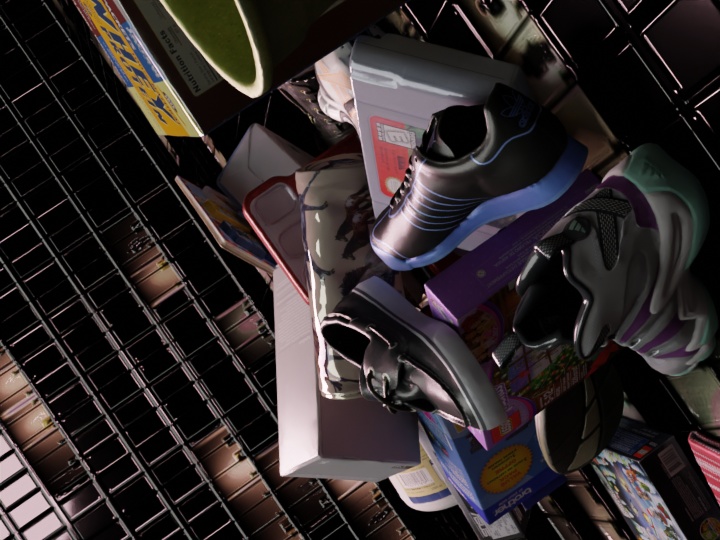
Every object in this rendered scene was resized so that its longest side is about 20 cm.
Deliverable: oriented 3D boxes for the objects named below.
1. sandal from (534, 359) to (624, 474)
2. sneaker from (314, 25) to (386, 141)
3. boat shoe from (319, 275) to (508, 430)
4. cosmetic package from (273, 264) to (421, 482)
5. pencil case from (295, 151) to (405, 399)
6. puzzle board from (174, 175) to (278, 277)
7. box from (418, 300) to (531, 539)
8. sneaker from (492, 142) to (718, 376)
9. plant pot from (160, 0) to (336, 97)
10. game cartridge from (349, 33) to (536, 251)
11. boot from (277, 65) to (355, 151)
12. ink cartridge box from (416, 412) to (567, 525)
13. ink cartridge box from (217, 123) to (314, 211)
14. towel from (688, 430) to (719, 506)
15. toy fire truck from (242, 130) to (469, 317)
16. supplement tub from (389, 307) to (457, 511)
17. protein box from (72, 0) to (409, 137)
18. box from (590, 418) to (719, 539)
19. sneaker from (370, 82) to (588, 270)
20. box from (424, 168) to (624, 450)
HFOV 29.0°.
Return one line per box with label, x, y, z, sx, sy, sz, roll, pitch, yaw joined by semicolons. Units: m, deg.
sandal;0.153;0.068;1.109;0.057;0.080;0.202;27;139;64
sneaker;0.013;-0.146;1.096;0.200;0.074;0.080;36;149;52
boat shoe;0.026;0.063;0.929;0.200;0.066;0.070;41;162;56
cosmetic package;-0.014;0.084;1.249;0.090;0.107;0.201;-30;55;55
pencil case;0.000;0.000;1.124;0.078;0.089;0.201;-158;61;-78
puzzle board;-0.082;-0.021;1.376;0.200;0.017;0.151;31;-168;-36
box;0.111;0.142;1.366;0.200;0.048;0.159;60;-151;-19
sneaker;0.141;0.025;0.846;0.078;0.140;0.200;46;166;40
plant pot;-0.035;-0.227;0.746;0.201;0.184;0.200;52;168;15
game cartridge;0.066;-0.079;0.985;0.133;0.041;0.200;13;150;16
boot;-0.021;-0.151;1.292;0.174;0.069;0.200;53;175;-14
ink cartridge box;0.131;0.129;1.226;0.076;0.136;0.200;47;167;45
ink cartridge box;-0.027;-0.050;1.387;0.200;0.076;0.136;26;-167;-42
towel;0.310;0.211;0.986;0.200;0.022;0.145;60;171;-13
toy fire truck;0.014;-0.020;1.205;0.200;0.168;0.112;56;170;-1
supplement tub;0.066;0.157;1.589;0.200;0.144;0.144;59;169;-17
protein box;-0.083;-0.204;0.989;0.135;0.200;0.198;58;169;-14
box;0.265;0.217;1.159;0.200;0.040;0.137;57;170;-9
sneaker;0.058;-0.063;0.918;0.078;0.070;0.200;40;143;-18
box;0.122;0.034;0.975;0.039;0.137;0.200;49;168;31
